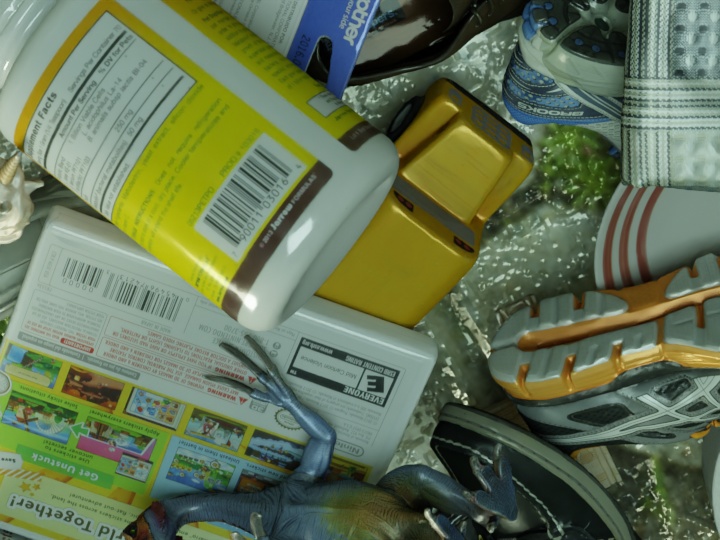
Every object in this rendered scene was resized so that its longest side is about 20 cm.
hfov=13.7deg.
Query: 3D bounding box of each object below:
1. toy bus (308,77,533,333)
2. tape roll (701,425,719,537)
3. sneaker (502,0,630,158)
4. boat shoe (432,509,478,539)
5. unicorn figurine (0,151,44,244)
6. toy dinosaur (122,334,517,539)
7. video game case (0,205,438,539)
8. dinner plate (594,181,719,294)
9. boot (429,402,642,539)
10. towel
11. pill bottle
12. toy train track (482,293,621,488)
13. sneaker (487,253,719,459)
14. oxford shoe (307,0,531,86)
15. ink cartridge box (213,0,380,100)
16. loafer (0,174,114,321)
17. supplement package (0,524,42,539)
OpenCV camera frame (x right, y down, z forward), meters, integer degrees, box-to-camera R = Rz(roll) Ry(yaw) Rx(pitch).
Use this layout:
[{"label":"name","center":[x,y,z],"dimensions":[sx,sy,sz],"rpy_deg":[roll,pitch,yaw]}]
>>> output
[{"label":"toy bus","center":[0.000,0.000,1.485],"dimensions":[0.065,0.078,0.200],"rpy_deg":[37,117,-14]},{"label":"tape roll","center":[0.275,0.095,1.538],"dimensions":[0.202,0.037,0.203],"rpy_deg":[-2,124,-3]},{"label":"sneaker","center":[0.159,-0.094,1.484],"dimensions":[0.199,0.077,0.085],"rpy_deg":[9,141,-22]},{"label":"boat shoe","center":[0.037,0.208,1.572],"dimensions":[0.074,0.060,0.200],"rpy_deg":[21,105,-9]},{"label":"unicorn figurine","center":[-0.231,-0.037,1.443],"dimensions":[0.200,0.074,0.137],"rpy_deg":[-47,65,25]},{"label":"toy dinosaur","center":[-0.017,0.134,1.437],"dimensions":[0.181,0.105,0.200],"rpy_deg":[-13,125,42]},{"label":"video game case","center":[-0.085,0.076,1.479],"dimensions":[0.199,0.023,0.182],"rpy_deg":[19,120,-7]},{"label":"dinner plate","center":[0.213,-0.019,1.486],"dimensions":[0.199,0.024,0.201],"rpy_deg":[-3,128,-4]},{"label":"boot","center":[0.073,0.177,1.508],"dimensions":[0.154,0.073,0.204],"rpy_deg":[-55,128,-17]},{"label":"towel","center":[0.224,-0.124,1.393],"dimensions":[0.199,0.035,0.193],"rpy_deg":[3,98,-5]},{"label":"pill bottle","center":[-0.088,-0.071,1.367],"dimensions":[0.200,0.109,0.109],"rpy_deg":[38,102,7]},{"label":"toy train track","center":[0.142,0.052,1.544],"dimensions":[0.200,0.033,0.115],"rpy_deg":[-26,108,3]},{"label":"sneaker","center":[0.167,0.044,1.471],"dimensions":[0.199,0.078,0.077],"rpy_deg":[-8,129,17]},{"label":"oxford shoe","center":[0.060,-0.144,1.451],"dimensions":[0.200,0.084,0.073],"rpy_deg":[-33,105,5]},{"label":"ink cartridge box","center":[-0.091,-0.128,1.435],"dimensions":[0.200,0.042,0.120],"rpy_deg":[26,106,13]},{"label":"loafer","center":[-0.147,-0.012,1.489],"dimensions":[0.199,0.070,0.070],"rpy_deg":[-19,111,11]},{"label":"supplement package","center":[-0.126,0.224,1.500],"dimensions":[0.199,0.117,0.117],"rpy_deg":[20,107,-9]}]
